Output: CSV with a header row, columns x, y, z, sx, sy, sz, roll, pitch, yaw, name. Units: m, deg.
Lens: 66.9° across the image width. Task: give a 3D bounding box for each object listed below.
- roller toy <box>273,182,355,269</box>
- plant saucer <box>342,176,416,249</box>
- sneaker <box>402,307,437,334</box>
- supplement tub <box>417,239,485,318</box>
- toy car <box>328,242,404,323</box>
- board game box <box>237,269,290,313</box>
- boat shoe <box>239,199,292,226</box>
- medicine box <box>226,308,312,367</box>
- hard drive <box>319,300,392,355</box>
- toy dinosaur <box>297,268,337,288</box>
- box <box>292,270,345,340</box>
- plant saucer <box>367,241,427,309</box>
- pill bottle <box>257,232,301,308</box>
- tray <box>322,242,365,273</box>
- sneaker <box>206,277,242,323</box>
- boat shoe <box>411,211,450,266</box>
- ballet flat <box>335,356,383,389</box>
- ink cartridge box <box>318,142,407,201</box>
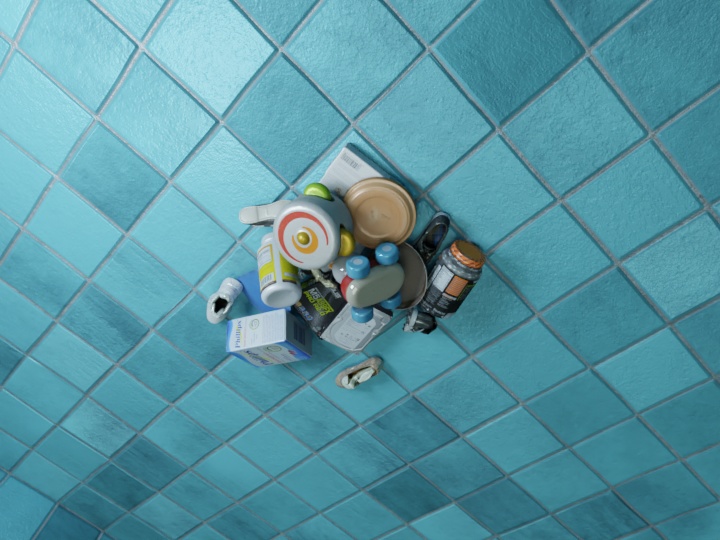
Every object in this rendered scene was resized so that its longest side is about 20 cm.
x,y,z,sx,sy,sz,roll,pitch,yaw,name
-0.120,-0.099,1.384,0.182,0.140,0.200,-33,99,29,roller toy
0.046,-0.143,1.416,0.199,0.032,0.201,4,122,7,plant saucer
0.170,0.151,1.543,0.090,0.200,0.067,18,81,4,sneaker
0.248,0.023,1.480,0.122,0.123,0.200,25,122,-6,supplement tub
0.000,0.000,1.471,0.176,0.200,0.185,-25,132,-22,toy car
-0.279,0.058,1.625,0.200,0.039,0.158,-19,113,49,board game box
-0.234,-0.155,1.506,0.199,0.057,0.067,-3,85,7,boat shoe
-0.273,0.210,1.653,0.199,0.103,0.182,-13,151,17,medicine box
-0.014,0.159,1.606,0.139,0.038,0.200,28,125,-16,hard drive
-0.144,-0.015,1.485,0.047,0.088,0.200,-47,66,24,toy dinosaur
-0.103,0.107,1.626,0.160,0.044,0.200,-21,123,21,box
0.104,0.009,1.509,0.199,0.032,0.201,12,110,35,plant saucer
-0.225,-0.006,1.495,0.109,0.201,0.109,-9,146,-6,pill bottle
-0.050,-0.068,1.537,0.107,0.022,0.200,31,121,-8,tray
-0.435,0.109,1.663,0.078,0.100,0.200,31,130,-7,sneaker
0.180,-0.068,1.475,0.068,0.057,0.201,23,122,-5,boat shoe
-0.012,0.341,1.754,0.200,0.067,0.068,-38,108,28,ballet flat
-0.009,-0.205,1.432,0.200,0.045,0.176,36,121,-12,ink cartridge box
